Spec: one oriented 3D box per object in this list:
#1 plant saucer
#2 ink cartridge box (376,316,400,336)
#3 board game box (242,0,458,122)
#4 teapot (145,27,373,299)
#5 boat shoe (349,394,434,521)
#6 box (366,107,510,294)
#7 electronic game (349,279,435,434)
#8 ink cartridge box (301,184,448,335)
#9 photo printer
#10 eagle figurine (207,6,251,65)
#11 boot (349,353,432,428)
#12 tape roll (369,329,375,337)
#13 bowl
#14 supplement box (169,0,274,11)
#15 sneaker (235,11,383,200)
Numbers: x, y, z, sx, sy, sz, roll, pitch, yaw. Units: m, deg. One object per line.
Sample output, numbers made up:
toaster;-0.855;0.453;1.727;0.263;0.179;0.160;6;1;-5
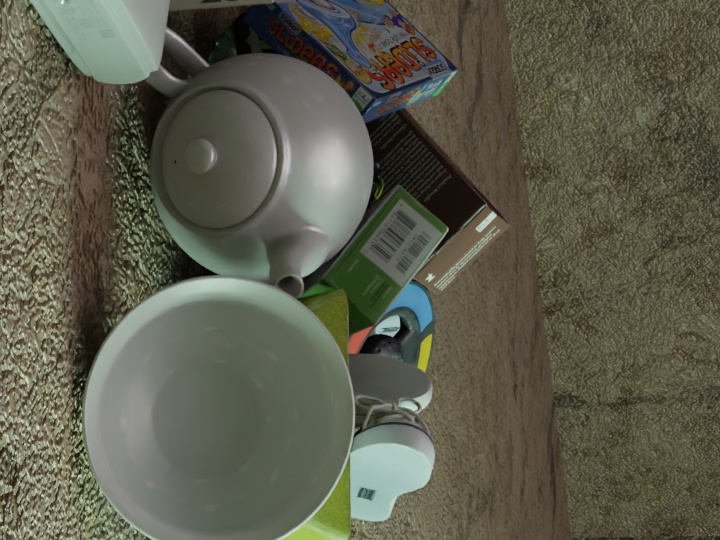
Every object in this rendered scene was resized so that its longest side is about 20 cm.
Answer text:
plant saucer;-0.087;0.124;1.337;0.048;0.199;0.202;7;77;-38
ink cartridge box;0.026;-0.004;1.724;0.200;0.042;0.120;84;0;-73
board game box;-0.004;-0.196;1.440;0.135;0.034;0.200;45;26;7
teapot;-0.096;-0.087;1.297;0.146;0.199;0.199;8;92;-63
boat shoe;0.023;0.139;1.346;0.202;0.074;0.087;108;-4;-66
box;0.041;-0.085;1.586;0.200;0.100;0.075;52;10;30
electronic game;0.014;0.100;1.560;0.200;0.041;0.201;-41;142;-43
ink cartridge box;0.000;0.000;1.417;0.104;0.059;0.200;-51;-175;-15
photo printer;-0.183;-0.260;1.174;0.167;0.069;0.201;64;27;-59
eagle figurine;-0.064;-0.189;1.552;0.200;0.151;0.152;-79;-178;-60
boot;-0.031;0.131;1.450;0.074;0.198;0.096;-64;152;-56
tape roll;-0.026;0.021;1.662;0.203;0.037;0.204;175;-90;-77
bowl;-0.109;0.109;1.223;0.090;0.200;0.203;144;-54;-75
supplement box;-0.111;-0.273;1.363;0.200;0.125;0.074;-61;146;-65
sneaker;-0.043;-0.141;1.429;0.201;0.082;0.072;63;-11;11
